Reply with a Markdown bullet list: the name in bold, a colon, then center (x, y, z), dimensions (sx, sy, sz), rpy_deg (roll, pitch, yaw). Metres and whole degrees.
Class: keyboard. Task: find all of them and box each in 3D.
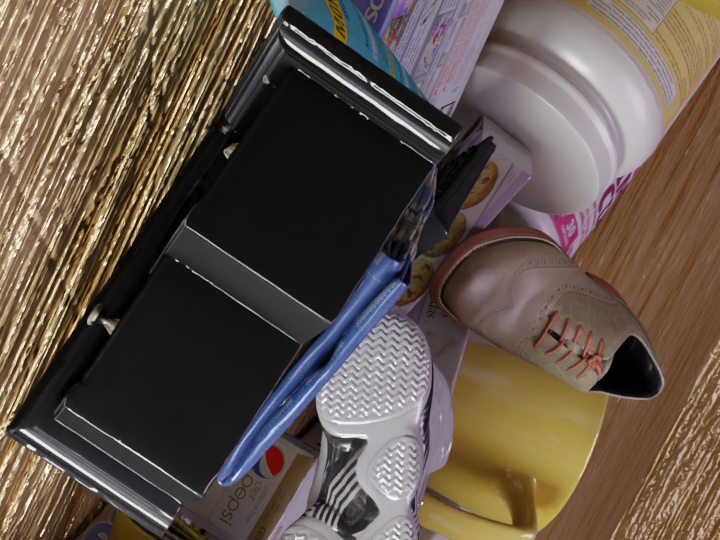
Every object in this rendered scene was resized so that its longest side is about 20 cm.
- **keyboard**: center (0.000, 0.000, 1.313), dimensions (0.200, 0.021, 0.127), rpy_deg (-38, -161, 56)

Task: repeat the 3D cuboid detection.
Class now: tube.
- **tube**: center (-0.014, -0.103, 1.081), dimensions (0.050, 0.078, 0.200), rpy_deg (-30, 151, 5)

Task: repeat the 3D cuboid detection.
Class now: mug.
- **mug**: center (0.066, 0.081, 1.505), dimensions (0.150, 0.153, 0.187), rpy_deg (-67, -165, 5)

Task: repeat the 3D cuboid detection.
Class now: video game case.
- **video game case**: center (0.016, -0.118, 1.253), dimensions (0.181, 0.045, 0.201), rpy_deg (-31, 149, -62)

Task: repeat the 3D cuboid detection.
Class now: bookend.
- **bookend**: center (-0.062, 0.009, 1.039), dimensions (0.200, 0.092, 0.199), rpy_deg (-57, -176, -11)

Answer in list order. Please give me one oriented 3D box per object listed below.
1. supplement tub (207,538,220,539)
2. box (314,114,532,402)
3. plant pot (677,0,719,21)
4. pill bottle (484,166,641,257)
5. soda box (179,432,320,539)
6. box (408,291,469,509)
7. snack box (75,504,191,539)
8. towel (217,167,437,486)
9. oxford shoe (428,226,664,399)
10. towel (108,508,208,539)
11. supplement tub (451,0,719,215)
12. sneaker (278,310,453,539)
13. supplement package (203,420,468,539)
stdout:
- **supplement tub**: center (-0.104, 0.277, 1.410), dimensions (0.145, 0.145, 0.201), rpy_deg (-40, 155, -50)
- **box**: center (0.024, -0.004, 1.382), dimensions (0.200, 0.041, 0.039), rpy_deg (-48, -166, 23)
- **plant pot**: center (0.187, -0.277, 1.264), dimensions (0.195, 0.195, 0.200), rpy_deg (-57, 155, -11)
- **pill bottle**: center (0.127, -0.086, 1.537), dimensions (0.200, 0.113, 0.114), rpy_deg (-50, 162, -33)
- **soda box**: center (-0.049, 0.132, 1.384), dimensions (0.068, 0.063, 0.200), rpy_deg (-60, 166, -4)
- **box**: center (0.037, 0.065, 1.405), dimensions (0.042, 0.039, 0.201), rpy_deg (105, 2, -52)
- **snack box**: center (-0.126, 0.145, 1.326), dimensions (0.200, 0.024, 0.072), rpy_deg (-48, 162, -38)
- **towel**: center (-0.016, 0.018, 1.178), dimensions (0.147, 0.024, 0.200), rpy_deg (-50, -173, 18)
- **oxford shoe**: center (0.119, 0.029, 1.392), dimensions (0.200, 0.075, 0.071), rpy_deg (18, 113, -48)
- **towel**: center (-0.092, 0.219, 1.253), dimensions (0.023, 0.143, 0.201), rpy_deg (-37, 154, -45)
- **supplement tub**: center (0.142, -0.147, 1.416), dimensions (0.200, 0.145, 0.146), rpy_deg (-52, 163, -26)
- **sneaker**: center (0.007, 0.123, 1.261), dimensions (0.115, 0.075, 0.201), rpy_deg (20, 79, -77)
- **supplement package**: center (-0.027, 0.203, 1.566), dimensions (0.200, 0.119, 0.122), rpy_deg (-42, 158, -47)
